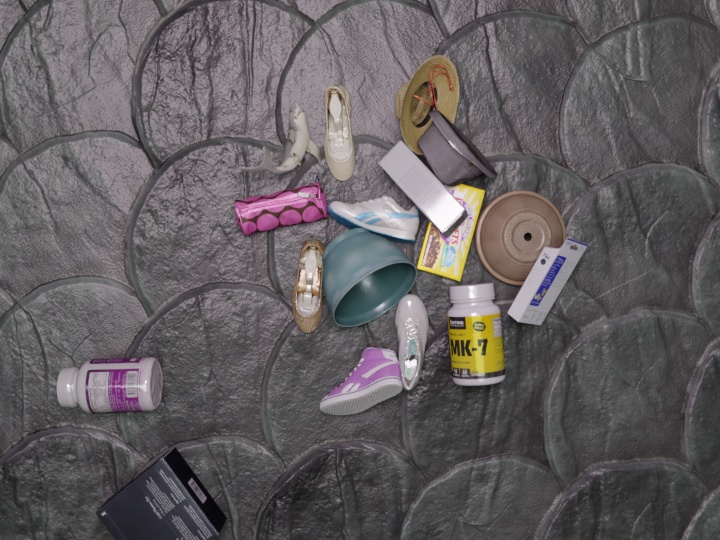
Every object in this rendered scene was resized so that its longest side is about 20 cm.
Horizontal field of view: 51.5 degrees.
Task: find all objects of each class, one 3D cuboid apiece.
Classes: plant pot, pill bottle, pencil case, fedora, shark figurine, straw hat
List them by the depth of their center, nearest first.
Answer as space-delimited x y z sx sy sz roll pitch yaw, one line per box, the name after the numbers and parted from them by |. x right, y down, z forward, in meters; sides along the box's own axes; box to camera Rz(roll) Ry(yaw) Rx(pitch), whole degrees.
0.185 -0.234 1.532 0.090 0.199 0.178 -42 54 17 | fedora
0.000 0.000 1.537 0.199 0.201 0.135 -33 64 0 | plant pot
0.240 0.131 1.562 0.112 0.114 0.205 -5 90 0 | pill bottle
-0.525 0.242 1.567 0.195 0.112 0.115 -2 90 0 | pill bottle
0.119 -0.352 1.568 0.084 0.200 0.204 23 90 39 | straw hat
-0.164 -0.241 1.569 0.088 0.216 0.129 -10 126 36 | shark figurine
0.343 -0.069 1.571 0.196 0.093 0.206 0 91 -1 | plant pot
-0.169 -0.132 1.571 0.196 0.094 0.093 -14 90 1 | pencil case

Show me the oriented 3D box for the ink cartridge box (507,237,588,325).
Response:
0.388 0.018 1.546 0.039 0.098 0.202 41 110 39 | ink cartridge box

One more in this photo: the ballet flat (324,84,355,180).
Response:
-0.048 -0.294 1.584 0.068 0.069 0.205 -5 91 0 | ballet flat

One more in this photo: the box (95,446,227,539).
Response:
-0.415 0.516 1.572 0.181 0.104 0.201 -37 90 -1 | box

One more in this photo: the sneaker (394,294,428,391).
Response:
0.109 0.153 1.575 0.074 0.088 0.205 1 90 2 | sneaker

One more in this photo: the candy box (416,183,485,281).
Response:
0.193 -0.088 1.603 0.100 0.026 0.204 15 90 -1 | candy box

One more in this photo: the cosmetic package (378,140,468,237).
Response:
0.132 -0.167 1.549 0.074 0.102 0.200 -44 79 6 | cosmetic package

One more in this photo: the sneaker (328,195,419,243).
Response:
0.029 -0.119 1.586 0.196 0.076 0.082 15 83 -7 | sneaker

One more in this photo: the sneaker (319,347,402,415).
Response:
-0.002 0.233 1.595 0.198 0.073 0.116 -23 51 19 | sneaker

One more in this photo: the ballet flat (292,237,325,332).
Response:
-0.112 0.032 1.586 0.069 0.065 0.205 2 91 0 | ballet flat
